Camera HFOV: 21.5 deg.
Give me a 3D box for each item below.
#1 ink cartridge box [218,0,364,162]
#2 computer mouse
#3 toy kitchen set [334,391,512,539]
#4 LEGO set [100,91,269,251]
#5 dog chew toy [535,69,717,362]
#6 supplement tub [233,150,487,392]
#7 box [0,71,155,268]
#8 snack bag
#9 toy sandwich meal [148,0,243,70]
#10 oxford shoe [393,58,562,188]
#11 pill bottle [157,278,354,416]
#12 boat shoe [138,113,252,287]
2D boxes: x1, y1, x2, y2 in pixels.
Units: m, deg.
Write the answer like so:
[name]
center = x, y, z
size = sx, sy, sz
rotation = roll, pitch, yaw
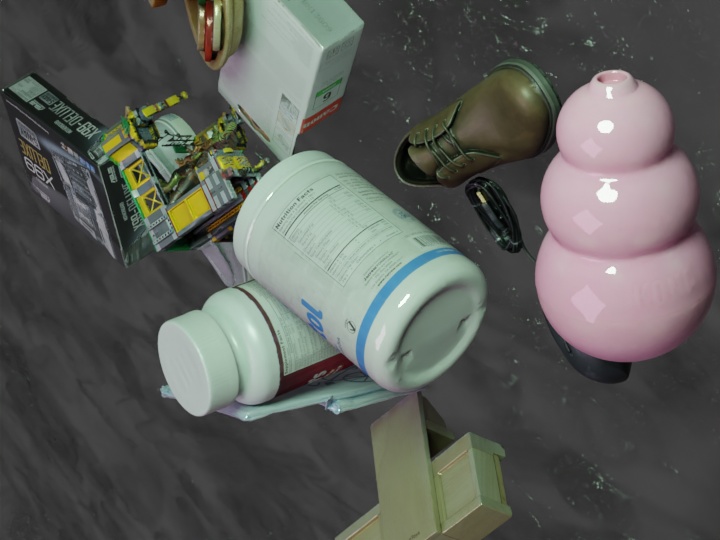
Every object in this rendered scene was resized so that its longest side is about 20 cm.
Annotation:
[ink cartridge box]
center = -0.063, -0.181, 1.619
size = 0.109, 0.050, 0.200
rotation = 49, 155, 15
[computer mouse]
center = 0.141, 0.012, 1.473
size = 0.200, 0.034, 0.059
rotation = 51, 157, -7
[toy kitchen set]
center = 0.100, 0.229, 1.823
size = 0.200, 0.180, 0.163
rotation = -42, 39, 34
[LEGO set]
center = -0.123, -0.098, 1.712
size = 0.116, 0.200, 0.154
rotation = -33, 67, 29
[dog chew toy]
center = 0.176, -0.039, 1.283
size = 0.124, 0.124, 0.200
rotation = 28, 135, 46
[supplement tub]
center = 0.000, 0.000, 1.628
size = 0.200, 0.132, 0.132
rotation = 38, 150, 33
[box]
center = -0.319, -0.115, 2.160
size = 0.200, 0.050, 0.158
rotation = 36, 149, 36
[snack bag]
center = -0.066, 0.114, 1.821
size = 0.188, 0.200, 0.021
rotation = 10, 108, 58
[toy sandwich meal]
center = -0.153, -0.264, 1.589
size = 0.205, 0.070, 0.206
rotation = 170, 90, -75
[oxford shoe]
center = 0.084, -0.097, 1.413
size = 0.073, 0.084, 0.200
rotation = 57, 154, 0
[pill bottle]
center = -0.077, 0.057, 1.736
size = 0.110, 0.200, 0.110
rotation = 36, 137, 43
[boat shoe]
center = -0.174, -0.059, 1.941
size = 0.070, 0.071, 0.201
rotation = 3, 123, 60
